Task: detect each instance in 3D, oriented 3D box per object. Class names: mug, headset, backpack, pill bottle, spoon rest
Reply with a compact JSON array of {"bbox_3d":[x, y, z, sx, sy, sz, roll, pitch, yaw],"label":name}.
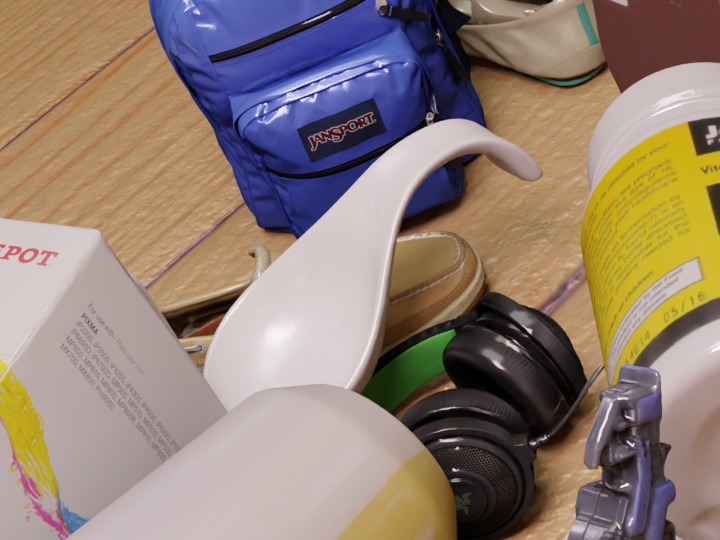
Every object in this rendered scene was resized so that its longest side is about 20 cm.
[{"bbox_3d":[-0.027,0.141,0.788,0.153,0.187,0.149,-47,14,-27],"label":"mug"},{"bbox_3d":[0.067,0.076,0.882,0.200,0.094,0.124,-12,36,44],"label":"headset"},{"bbox_3d":[-0.021,-0.126,1.064,0.162,0.200,0.168,-25,43,0],"label":"backpack"},{"bbox_3d":[0.149,0.007,0.772,0.114,0.114,0.200,-18,35,10],"label":"pill bottle"},{"bbox_3d":[0.000,0.000,0.932,0.200,0.061,0.099,-47,43,-10],"label":"spoon rest"}]

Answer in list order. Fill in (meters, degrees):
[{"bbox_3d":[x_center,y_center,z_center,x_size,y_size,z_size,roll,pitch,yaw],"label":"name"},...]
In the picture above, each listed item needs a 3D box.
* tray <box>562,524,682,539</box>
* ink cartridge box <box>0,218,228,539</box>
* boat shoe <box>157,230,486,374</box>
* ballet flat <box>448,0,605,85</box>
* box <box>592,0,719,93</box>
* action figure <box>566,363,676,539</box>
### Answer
[{"bbox_3d":[0.108,0.157,0.745,0.107,0.022,0.200,29,57,19],"label":"tray"},{"bbox_3d":[-0.181,0.092,0.861,0.145,0.145,0.200,8,54,38],"label":"ink cartridge box"},{"bbox_3d":[-0.035,0.019,0.993,0.200,0.076,0.072,-24,33,0],"label":"boat shoe"},{"bbox_3d":[0.071,-0.164,1.180,0.200,0.070,0.069,17,53,45],"label":"ballet flat"},{"bbox_3d":[0.243,-0.142,0.954,0.200,0.166,0.164,-37,37,-16],"label":"box"},{"bbox_3d":[0.049,0.126,0.663,0.193,0.200,0.105,-4,10,-32],"label":"action figure"}]
